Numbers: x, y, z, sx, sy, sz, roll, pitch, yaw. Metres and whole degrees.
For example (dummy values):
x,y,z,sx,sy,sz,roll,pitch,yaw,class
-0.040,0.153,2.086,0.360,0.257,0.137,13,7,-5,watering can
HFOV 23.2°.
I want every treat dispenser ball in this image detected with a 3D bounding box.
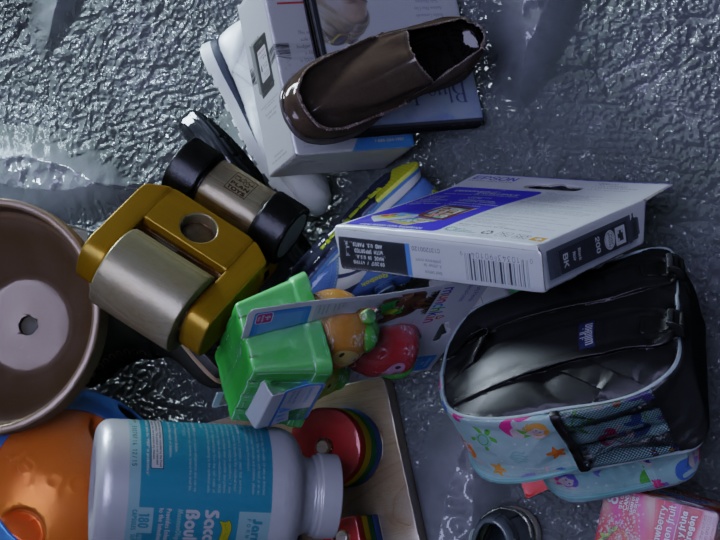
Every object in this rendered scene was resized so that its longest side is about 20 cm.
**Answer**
x,y,z,sx,sy,sz,roll,pitch,yaw,class
-0.261,0.205,1.547,0.201,0.201,0.201,-3,83,24,treat dispenser ball

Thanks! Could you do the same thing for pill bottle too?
x,y,z,sx,sy,sz,roll,pitch,yaw,class
-0.118,0.179,1.425,0.200,0.111,0.111,4,85,-11,pill bottle

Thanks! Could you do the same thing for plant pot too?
x,y,z,sx,sy,sz,roll,pitch,yaw,class
-0.302,0.042,1.500,0.200,0.093,0.201,-1,83,13,plant pot

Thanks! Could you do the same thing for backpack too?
x,y,z,sx,sy,sz,roll,pitch,yaw,class
0.166,0.086,1.350,0.200,0.178,0.151,-12,124,16,backpack

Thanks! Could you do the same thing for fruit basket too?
x,y,z,sx,sy,sz,roll,pitch,yaw,class
-0.010,0.066,1.414,0.200,0.185,0.094,-2,65,-17,fruit basket

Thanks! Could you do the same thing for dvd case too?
x,y,z,sx,sy,sz,roll,pitch,yaw,class
0.022,-0.213,1.513,0.018,0.142,0.200,-33,66,62,dvd case

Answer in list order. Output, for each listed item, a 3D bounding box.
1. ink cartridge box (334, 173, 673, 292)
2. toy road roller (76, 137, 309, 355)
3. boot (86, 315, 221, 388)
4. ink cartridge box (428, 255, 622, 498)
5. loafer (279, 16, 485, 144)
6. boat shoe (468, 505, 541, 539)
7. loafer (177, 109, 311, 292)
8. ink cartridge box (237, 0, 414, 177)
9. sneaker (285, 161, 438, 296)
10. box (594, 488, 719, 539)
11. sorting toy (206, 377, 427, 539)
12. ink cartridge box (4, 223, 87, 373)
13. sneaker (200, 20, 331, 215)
x,y,z,sx,sy,sz,roll,pitch,yaw,class
0.118,-0.034,1.397,0.198,0.200,0.043,6,110,39,ink cartridge box
-0.141,0.003,1.468,0.123,0.200,0.146,32,139,11,toy road roller
-0.202,0.077,1.612,0.200,0.077,0.138,45,107,35,boot
0.164,0.068,1.457,0.161,0.050,0.200,-26,73,20,ink cartridge box
0.022,-0.169,1.449,0.200,0.071,0.073,-29,87,-26,loafer
0.099,0.293,1.452,0.073,0.062,0.200,13,90,25,boat shoe
-0.114,-0.057,1.582,0.070,0.068,0.201,-37,75,8,loafer
-0.034,-0.189,1.530,0.067,0.116,0.200,146,115,-63,ink cartridge box
0.000,0.000,1.508,0.200,0.074,0.082,-44,106,3,sneaker
0.228,0.273,1.376,0.095,0.100,0.200,12,90,24,box
-0.055,0.210,1.526,0.200,0.070,0.199,-17,78,22,sorting toy
-0.353,0.030,1.645,0.200,0.084,0.146,-1,83,39,ink cartridge box
-0.070,-0.143,1.573,0.080,0.076,0.200,-31,74,8,sneaker
